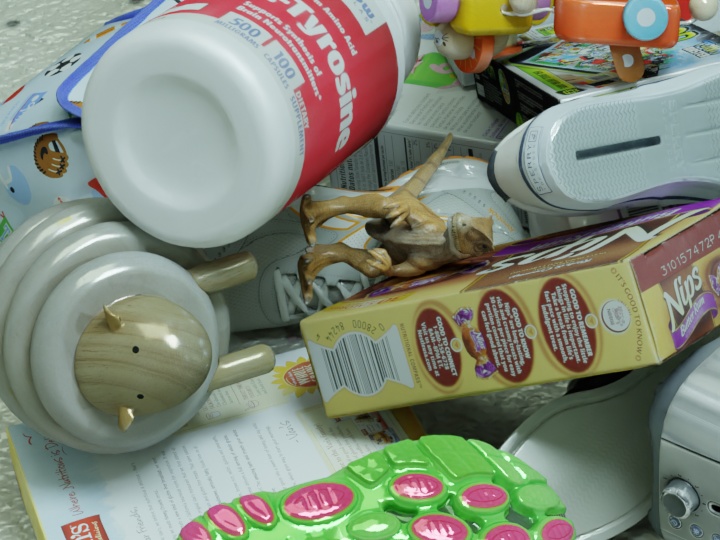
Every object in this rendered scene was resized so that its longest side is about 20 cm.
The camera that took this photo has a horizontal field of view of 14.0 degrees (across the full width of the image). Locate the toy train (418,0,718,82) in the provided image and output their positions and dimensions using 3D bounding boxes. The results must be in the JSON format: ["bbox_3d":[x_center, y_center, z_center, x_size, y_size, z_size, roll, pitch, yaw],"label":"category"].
[{"bbox_3d":[0.103,-0.128,1.541,0.149,0.056,0.200,2,11,-2],"label":"toy train"}]

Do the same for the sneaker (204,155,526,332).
[{"bbox_3d":[0.000,0.000,1.590,0.199,0.076,0.092,-17,41,-9],"label":"sneaker"}]

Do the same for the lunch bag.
[{"bbox_3d":[-0.110,-0.082,1.633,0.199,0.124,0.170,-10,26,46],"label":"lunch bag"}]

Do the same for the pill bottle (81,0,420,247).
[{"bbox_3d":[-0.046,-0.095,1.465,0.112,0.113,0.200,8,24,23],"label":"pill bottle"}]

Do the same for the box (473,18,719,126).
[{"bbox_3d":[0.135,-0.104,1.588,0.110,0.035,0.200,-14,15,-9],"label":"box"}]

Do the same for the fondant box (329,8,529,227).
[{"bbox_3d":[0.098,-0.089,1.712,0.199,0.058,0.144,12,38,25],"label":"fondant box"}]

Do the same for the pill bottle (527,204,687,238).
[{"bbox_3d":[0.197,-0.030,1.555,0.199,0.113,0.112,-14,34,-10],"label":"pill bottle"}]

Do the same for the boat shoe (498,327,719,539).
[{"bbox_3d":[0.129,0.076,1.457,0.200,0.074,0.060,-41,3,-20],"label":"boat shoe"}]

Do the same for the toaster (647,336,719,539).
[{"bbox_3d":[0.238,0.077,1.392,0.129,0.114,0.200,28,45,36],"label":"toaster"}]

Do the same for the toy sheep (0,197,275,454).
[{"bbox_3d":[-0.127,0.025,1.462,0.137,0.138,0.200,-22,18,-20],"label":"toy sheep"}]

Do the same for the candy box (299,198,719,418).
[{"bbox_3d":[0.084,0.019,1.428,0.199,0.057,0.117,-13,8,38],"label":"candy box"}]

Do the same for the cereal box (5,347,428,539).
[{"bbox_3d":[-0.068,0.104,1.475,0.199,0.040,0.144,-15,33,-10],"label":"cereal box"}]

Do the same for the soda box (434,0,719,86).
[{"bbox_3d":[0.143,-0.169,1.710,0.199,0.068,0.064,-12,32,-8],"label":"soda box"}]

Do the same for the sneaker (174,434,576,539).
[{"bbox_3d":[0.003,0.133,1.377,0.199,0.084,0.077,-9,57,-12],"label":"sneaker"}]

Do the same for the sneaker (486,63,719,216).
[{"bbox_3d":[0.152,-0.066,1.463,0.199,0.073,0.071,-4,1,-32],"label":"sneaker"}]

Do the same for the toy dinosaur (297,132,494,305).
[{"bbox_3d":[0.019,-0.020,1.499,0.106,0.061,0.200,-6,15,-10],"label":"toy dinosaur"}]
